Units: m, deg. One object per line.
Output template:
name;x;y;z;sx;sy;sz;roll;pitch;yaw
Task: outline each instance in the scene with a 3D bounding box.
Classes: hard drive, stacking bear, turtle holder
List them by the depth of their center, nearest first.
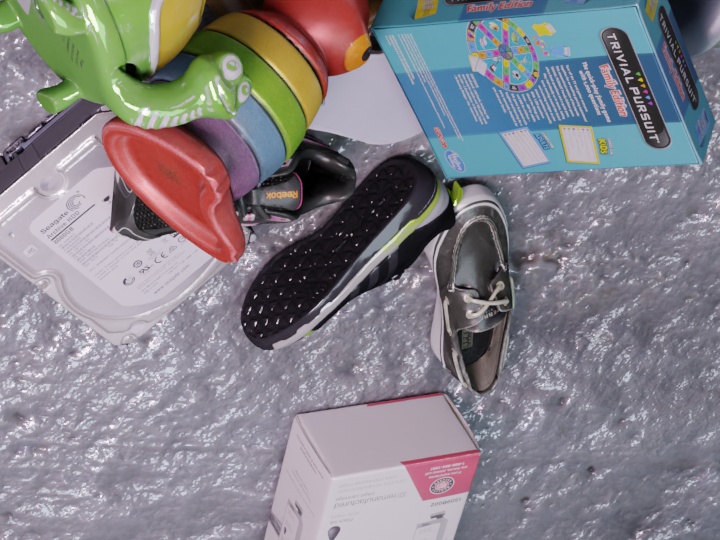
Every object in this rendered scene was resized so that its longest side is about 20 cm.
turtle holder;-0.154;-0.179;1.503;0.132;0.185;0.141;-32;138;-22
stacking bear;-0.068;-0.125;1.598;0.200;0.114;0.121;-48;155;-21
hard drive;-0.182;-0.036;1.727;0.140;0.038;0.200;-39;137;6

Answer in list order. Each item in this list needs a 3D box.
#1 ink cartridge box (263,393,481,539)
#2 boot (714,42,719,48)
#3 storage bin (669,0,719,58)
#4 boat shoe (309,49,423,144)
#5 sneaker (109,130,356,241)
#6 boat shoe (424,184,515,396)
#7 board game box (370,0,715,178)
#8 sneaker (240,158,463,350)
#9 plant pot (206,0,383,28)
ink cartridge box;0.005;0.211;2.040;0.146;0.083;0.200;-8;132;-26
boot;0.338;-0.265;1.815;0.182;0.073;0.200;-7;126;-29
storage bin;0.219;-0.274;1.674;0.145;0.134;0.200;16;119;-40
boat shoe;-0.036;-0.131;1.712;0.200;0.057;0.069;-1;111;-30
sneaker;-0.084;-0.065;1.686;0.200;0.086;0.080;-21;120;-39
boat shoe;0.096;0.018;1.927;0.071;0.064;0.200;-19;137;-15
board game box;0.128;-0.136;1.662;0.200;0.047;0.151;-2;137;28
sneaker;0.000;0.000;1.846;0.200;0.072;0.083;-41;139;9
plant pot;-0.018;-0.232;1.649;0.200;0.027;0.200;-18;137;-17
